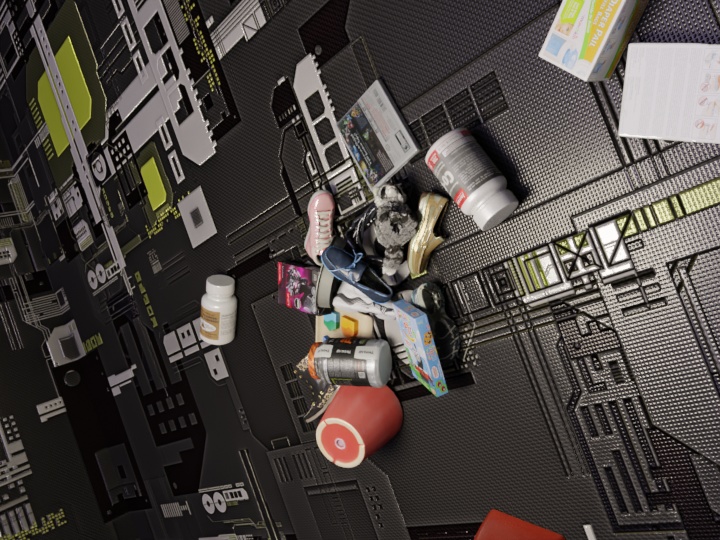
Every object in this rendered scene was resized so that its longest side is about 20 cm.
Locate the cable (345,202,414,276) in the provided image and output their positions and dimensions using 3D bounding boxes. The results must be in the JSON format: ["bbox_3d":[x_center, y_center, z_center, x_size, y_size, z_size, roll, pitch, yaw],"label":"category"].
[{"bbox_3d":[0.057,-0.081,1.692,0.199,0.051,0.165,-32,74,28],"label":"cable"}]

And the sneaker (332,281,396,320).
[{"bbox_3d":[0.034,0.055,1.754,0.197,0.075,0.116,10,75,11],"label":"sneaker"}]

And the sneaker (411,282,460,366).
[{"bbox_3d":[0.176,0.129,1.667,0.086,0.077,0.203,-15,90,63],"label":"sneaker"}]

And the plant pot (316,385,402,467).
[{"bbox_3d":[-0.013,0.401,1.807,0.198,0.177,0.203,11,116,24],"label":"plant pot"}]

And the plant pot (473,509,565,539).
[{"bbox_3d":[0.339,0.704,1.593,0.198,0.175,0.203,8,107,42],"label":"plant pot"}]

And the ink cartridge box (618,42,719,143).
[{"bbox_3d":[0.554,-0.305,1.194,0.198,0.047,0.162,13,111,35],"label":"ink cartridge box"}]

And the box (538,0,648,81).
[{"bbox_3d":[0.422,-0.451,1.230,0.112,0.101,0.202,39,126,29],"label":"box"}]

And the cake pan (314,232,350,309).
[{"bbox_3d":[-0.068,0.006,1.777,0.036,0.201,0.202,16,116,8],"label":"cake pan"}]

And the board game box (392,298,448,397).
[{"bbox_3d":[0.140,0.180,1.653,0.151,0.036,0.202,-147,39,-70],"label":"board game box"}]

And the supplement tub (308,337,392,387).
[{"bbox_3d":[-0.027,0.237,1.803,0.197,0.122,0.124,0,103,21],"label":"supplement tub"}]

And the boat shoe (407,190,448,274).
[{"bbox_3d":[0.161,-0.079,1.614,0.075,0.072,0.202,18,116,22],"label":"boat shoe"}]

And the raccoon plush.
[{"bbox_3d":[0.058,-0.108,1.629,0.135,0.096,0.201,-110,36,-49],"label":"raccoon plush"}]

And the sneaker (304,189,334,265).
[{"bbox_3d":[-0.095,-0.103,1.822,0.105,0.074,0.202,-121,35,-45],"label":"sneaker"}]

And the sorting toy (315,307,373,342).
[{"bbox_3d":[-0.052,0.186,1.909,0.199,0.036,0.188,17,113,39],"label":"sorting toy"}]

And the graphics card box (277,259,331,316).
[{"bbox_3d":[-0.158,0.047,1.939,0.199,0.050,0.127,13,106,47],"label":"graphics card box"}]

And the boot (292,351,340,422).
[{"bbox_3d":[-0.132,0.329,1.983,0.151,0.073,0.200,47,126,8],"label":"boot"}]

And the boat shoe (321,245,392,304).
[{"bbox_3d":[0.000,0.000,1.673,0.199,0.085,0.069,31,158,-10],"label":"boat shoe"}]

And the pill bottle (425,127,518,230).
[{"bbox_3d":[0.236,-0.191,1.473,0.201,0.113,0.114,56,132,17],"label":"pill bottle"}]

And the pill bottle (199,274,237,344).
[{"bbox_3d":[-0.449,0.123,2.213,0.114,0.114,0.202,26,119,35],"label":"pill bottle"}]

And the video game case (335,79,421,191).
[{"bbox_3d":[0.039,-0.323,1.686,0.181,0.023,0.202,-38,76,42],"label":"video game case"}]
